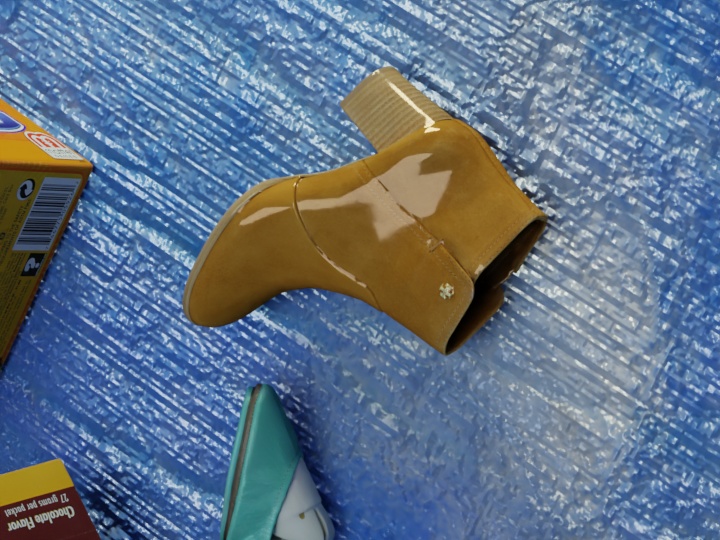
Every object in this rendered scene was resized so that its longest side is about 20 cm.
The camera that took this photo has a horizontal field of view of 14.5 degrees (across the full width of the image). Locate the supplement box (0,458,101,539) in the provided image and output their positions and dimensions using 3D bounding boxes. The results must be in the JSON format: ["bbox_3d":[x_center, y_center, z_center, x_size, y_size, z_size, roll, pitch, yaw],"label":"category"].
[{"bbox_3d":[-0.226,0.253,1.649,0.197,0.133,0.200,-44,68,43],"label":"supplement box"}]

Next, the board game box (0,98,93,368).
[{"bbox_3d":[-0.326,-0.028,1.697,0.200,0.200,0.200,34,107,27],"label":"board game box"}]

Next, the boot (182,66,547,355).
[{"bbox_3d":[0.001,0.000,1.571,0.201,0.071,0.144,-48,64,17],"label":"boot"}]

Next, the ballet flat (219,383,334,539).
[{"bbox_3d":[-0.052,0.165,1.620,0.070,0.067,0.201,14,99,6],"label":"ballet flat"}]
